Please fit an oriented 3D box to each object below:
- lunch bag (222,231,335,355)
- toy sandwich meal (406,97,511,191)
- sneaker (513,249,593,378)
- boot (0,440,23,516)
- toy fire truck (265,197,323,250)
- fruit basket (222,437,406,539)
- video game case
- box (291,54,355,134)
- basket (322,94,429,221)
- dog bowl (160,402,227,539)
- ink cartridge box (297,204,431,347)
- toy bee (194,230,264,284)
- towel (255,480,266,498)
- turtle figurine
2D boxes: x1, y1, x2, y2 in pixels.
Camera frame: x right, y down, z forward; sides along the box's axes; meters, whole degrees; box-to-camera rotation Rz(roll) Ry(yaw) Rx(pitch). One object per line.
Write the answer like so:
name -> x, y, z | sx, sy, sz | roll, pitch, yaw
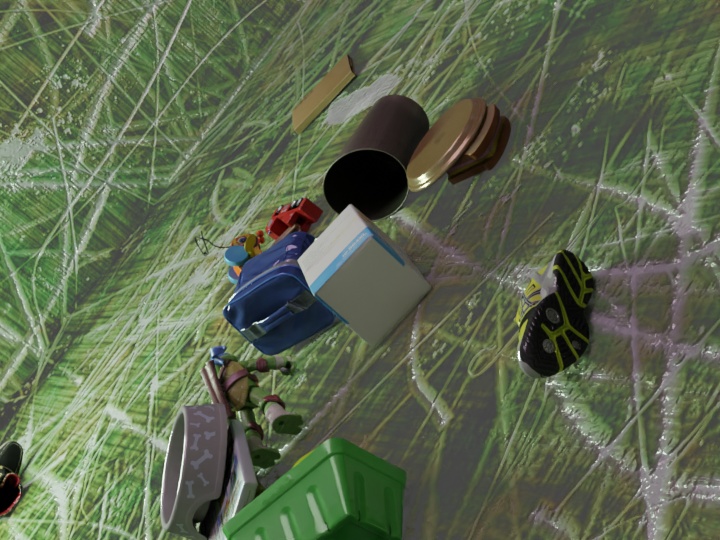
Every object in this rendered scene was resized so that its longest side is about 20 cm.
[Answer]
lunch bag -> -0.116, 0.043, 1.990 | 0.200, 0.136, 0.133 | -32, 26, 37
toy sandwich meal -> 0.156, -0.193, 1.956 | 0.205, 0.070, 0.205 | -47, 18, 20
sneaker -> 0.211, 0.061, 1.380 | 0.076, 0.075, 0.200 | -43, 9, 38
boot -> -0.795, 0.470, 2.737 | 0.150, 0.073, 0.200 | -21, 38, 55
toy fire truck -> -0.139, -0.070, 2.370 | 0.200, 0.049, 0.141 | -13, 42, 60
fruit basket -> -0.049, 0.269, 1.451 | 0.215, 0.155, 0.216 | -29, 45, 33
video game case -> -0.184, 0.326, 1.677 | 0.200, 0.022, 0.183 | -122, 48, -70
box -> -0.090, -0.425, 2.949 | 0.200, 0.021, 0.164 | -44, 21, 14
basket -> 0.040, -0.205, 2.125 | 0.180, 0.136, 0.200 | -37, 19, 43
dog bowl -> -0.239, 0.283, 1.738 | 0.200, 0.058, 0.201 | -170, 90, -74
ink cartridge box -> 0.000, 0.000, 1.832 | 0.125, 0.128, 0.200 | -46, 21, 6
toy bee -> -0.214, -0.033, 2.335 | 0.109, 0.200, 0.131 | -33, -16, -23
towel -> -0.166, 0.339, 1.733 | 0.086, 0.018, 0.200 | -51, 20, -7
turtle figurine -> -0.140, 0.206, 1.838 | 0.144, 0.200, 0.194 | -28, 40, -7
